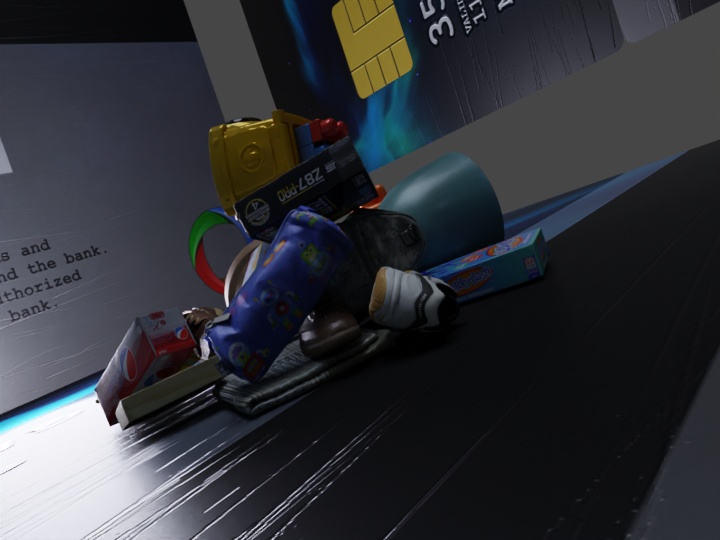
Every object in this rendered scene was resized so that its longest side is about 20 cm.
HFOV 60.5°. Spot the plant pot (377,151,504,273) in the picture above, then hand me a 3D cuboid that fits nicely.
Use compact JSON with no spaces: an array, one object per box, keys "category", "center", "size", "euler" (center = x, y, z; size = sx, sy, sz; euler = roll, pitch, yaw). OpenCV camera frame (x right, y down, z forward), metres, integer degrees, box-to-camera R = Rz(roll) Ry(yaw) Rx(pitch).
[{"category":"plant pot","center":[0.117,-0.070,1.028],"size":[0.157,0.206,0.200],"euler":[-24,4,-19]}]

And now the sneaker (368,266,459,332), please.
[{"category":"sneaker","center":[0.073,0.044,0.710],"size":[0.085,0.078,0.199],"euler":[13,3,16]}]

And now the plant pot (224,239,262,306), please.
[{"category":"plant pot","center":[-0.138,0.045,1.106],"size":[0.196,0.207,0.093],"euler":[-21,31,-19]}]

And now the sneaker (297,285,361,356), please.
[{"category":"sneaker","center":[-0.054,0.048,0.735],"size":[0.069,0.078,0.199],"euler":[-22,6,-15]}]

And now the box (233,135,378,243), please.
[{"category":"box","center":[-0.061,-0.092,0.798],"size":[0.158,0.050,0.200],"euler":[-31,-5,4]}]

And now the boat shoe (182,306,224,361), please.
[{"category":"boat shoe","center":[-0.224,0.095,0.887],"size":[0.066,0.075,0.199],"euler":[13,3,-21]}]

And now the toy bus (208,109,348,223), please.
[{"category":"toy bus","center":[-0.090,-0.158,0.887],"size":[0.187,0.141,0.199],"euler":[-16,-4,25]}]

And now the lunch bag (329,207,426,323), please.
[{"category":"lunch bag","center":[0.000,0.000,0.922],"size":[0.163,0.143,0.200],"euler":[-19,-12,-21]}]

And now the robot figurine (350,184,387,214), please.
[{"category":"robot figurine","center":[0.041,-0.051,1.154],"size":[0.114,0.206,0.143],"euler":[-23,-2,24]}]

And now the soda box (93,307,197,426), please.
[{"category":"soda box","center":[-0.306,0.138,0.869],"size":[0.069,0.064,0.200],"euler":[-14,-27,-48]}]

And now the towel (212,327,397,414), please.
[{"category":"towel","center":[-0.073,0.109,0.742],"size":[0.195,0.036,0.191],"euler":[-22,3,-24]}]

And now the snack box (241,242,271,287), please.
[{"category":"snack box","center":[-0.151,0.055,0.934],"size":[0.066,0.175,0.199],"euler":[16,-7,-14]}]

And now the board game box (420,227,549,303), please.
[{"category":"board game box","center":[0.159,0.004,0.859],"size":[0.195,0.046,0.152],"euler":[-21,3,23]}]

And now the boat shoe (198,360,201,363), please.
[{"category":"boat shoe","center":[-0.251,0.141,1.080],"size":[0.069,0.068,0.201],"euler":[-18,4,1]}]

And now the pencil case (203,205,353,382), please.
[{"category":"pencil case","center":[-0.092,0.024,0.675],"size":[0.202,0.087,0.077],"euler":[-55,32,-9]}]

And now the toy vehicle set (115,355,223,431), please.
[{"category":"toy vehicle set","center":[-0.250,0.162,0.798],"size":[0.122,0.027,0.199],"euler":[-24,-6,-28]}]

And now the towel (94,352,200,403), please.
[{"category":"towel","center":[-0.330,0.162,0.992],"size":[0.198,0.018,0.085],"euler":[-36,-31,17]}]
